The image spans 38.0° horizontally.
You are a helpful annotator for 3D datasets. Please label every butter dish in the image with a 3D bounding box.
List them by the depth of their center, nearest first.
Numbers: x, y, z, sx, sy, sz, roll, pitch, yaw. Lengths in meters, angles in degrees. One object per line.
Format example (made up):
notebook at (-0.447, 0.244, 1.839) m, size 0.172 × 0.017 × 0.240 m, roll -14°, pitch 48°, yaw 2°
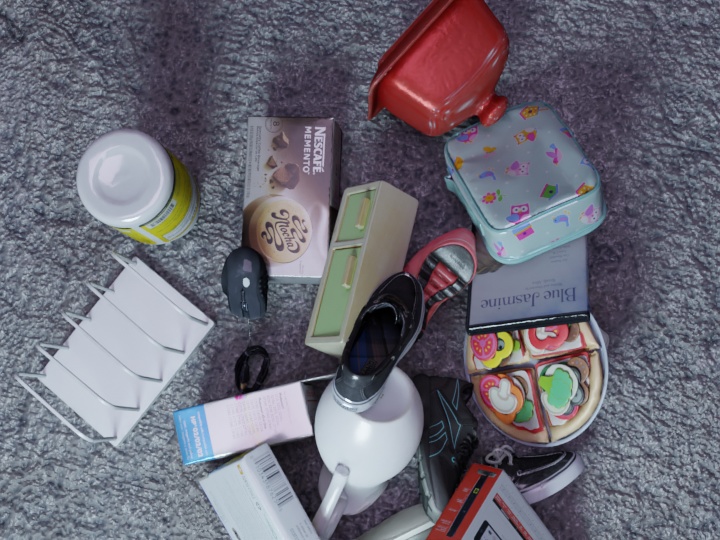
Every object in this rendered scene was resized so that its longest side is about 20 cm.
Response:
butter dish at (0.114, -0.233, 1.259) m, size 0.148 × 0.199 × 0.200 m, roll 42°, pitch 87°, yaw 2°

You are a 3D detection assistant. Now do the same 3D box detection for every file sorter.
file sorter at (-0.304, 0.096, 1.286) m, size 0.138 × 0.125 × 0.200 m, roll 38°, pitch 88°, yaw 9°

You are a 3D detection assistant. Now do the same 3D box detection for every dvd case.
dvd case at (0.197, -0.014, 1.235) m, size 0.142 × 0.018 × 0.201 m, roll -8°, pitch 48°, yaw 19°

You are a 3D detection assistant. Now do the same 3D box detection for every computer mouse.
computer mouse at (-0.140, 0.066, 1.275) m, size 0.058 × 0.034 × 0.202 m, roll 2°, pitch 113°, yaw 6°

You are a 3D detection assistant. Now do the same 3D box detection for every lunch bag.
lunch bag at (0.190, -0.107, 1.254) m, size 0.159 × 0.077 × 0.201 m, roll -26°, pitch 44°, yaw 4°

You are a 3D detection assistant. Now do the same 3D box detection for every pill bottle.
pill bottle at (-0.259, -0.094, 1.267) m, size 0.111 × 0.200 × 0.114 m, roll -1°, pitch 83°, yaw 4°

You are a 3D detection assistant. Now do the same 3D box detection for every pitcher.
pitcher at (-0.006, 0.209, 1.178) m, size 0.120 × 0.201 × 0.172 m, roll 24°, pitch 50°, yaw 9°

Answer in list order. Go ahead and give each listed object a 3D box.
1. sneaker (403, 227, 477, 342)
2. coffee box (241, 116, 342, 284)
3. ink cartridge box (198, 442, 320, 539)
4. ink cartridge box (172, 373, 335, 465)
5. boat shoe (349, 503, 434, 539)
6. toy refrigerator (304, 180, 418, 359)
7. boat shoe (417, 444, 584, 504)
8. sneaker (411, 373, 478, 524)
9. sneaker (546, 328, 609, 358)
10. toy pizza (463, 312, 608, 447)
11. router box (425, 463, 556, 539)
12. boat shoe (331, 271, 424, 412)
sneaker at (0.075, 0.022, 1.281) m, size 0.074 × 0.087 × 0.200 m, roll 43°, pitch 121°, yaw -9°
coffee box at (-0.085, -0.087, 1.311) m, size 0.112 × 0.080 × 0.202 m, roll 2°, pitch 83°, yaw 7°
ink cartridge box at (-0.102, 0.306, 1.208) m, size 0.047 × 0.200 × 0.199 m, roll -30°, pitch 87°, yaw -25°
ink cartridge box at (-0.112, 0.178, 1.262) m, size 0.198 × 0.115 × 0.068 m, roll -14°, pitch 83°, yaw 4°
boat shoe at (0.027, 0.338, 1.240) m, size 0.201 × 0.072 × 0.061 m, roll -31°, pitch 94°, yaw 18°
toy refrigerator at (0.000, 0.000, 1.240) m, size 0.070 × 0.076 × 0.202 m, roll 26°, pitch 71°, yaw -34°
boat shoe at (0.165, 0.245, 1.251) m, size 0.198 × 0.074 × 0.069 m, roll -21°, pitch 96°, yaw 11°
sneaker at (0.102, 0.201, 1.223) m, size 0.079 × 0.076 × 0.201 m, roll -2°, pitch 48°, yaw 0°
sneaker at (0.222, 0.040, 1.278) m, size 0.200 × 0.081 × 0.075 m, roll 50°, pitch 124°, yaw 25°
toy pizza at (0.198, 0.109, 1.231) m, size 0.199 × 0.032 × 0.202 m, roll 4°, pitch 95°, yaw 41°
router box at (0.145, 0.348, 1.164) m, size 0.180 × 0.049 × 0.200 m, roll -52°, pitch 122°, yaw -27°
boat shoe at (0.023, 0.061, 1.131) m, size 0.070 × 0.067 × 0.200 m, roll 26°, pitch 48°, yaw 10°
